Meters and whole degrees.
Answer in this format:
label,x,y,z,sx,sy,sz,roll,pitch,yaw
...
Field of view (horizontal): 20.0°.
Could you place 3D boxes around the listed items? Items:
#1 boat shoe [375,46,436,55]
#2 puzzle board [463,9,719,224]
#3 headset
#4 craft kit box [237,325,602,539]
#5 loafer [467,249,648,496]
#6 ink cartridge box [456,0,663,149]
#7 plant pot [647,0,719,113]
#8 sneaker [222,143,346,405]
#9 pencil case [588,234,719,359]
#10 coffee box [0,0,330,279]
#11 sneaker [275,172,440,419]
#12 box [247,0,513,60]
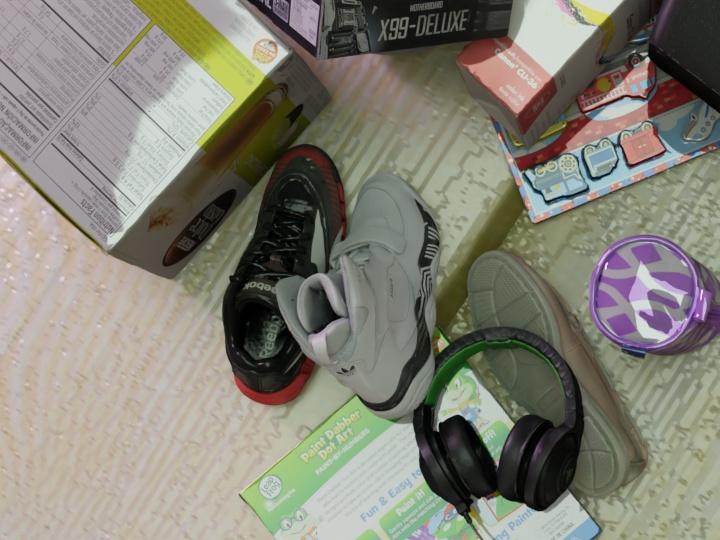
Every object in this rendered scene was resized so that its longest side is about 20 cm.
label,x,y,z,sx,sy,sz,roll,pitch,yaw
boat shoe,0.077,-0.230,1.571,0.199,0.071,0.064,-23,48,12
puzzle board,0.196,-0.143,1.563,0.199,0.017,0.152,-22,81,4
headset,0.102,0.144,1.479,0.122,0.094,0.202,-3,70,20
craft kit box,0.045,0.181,1.531,0.200,0.049,0.198,-39,82,1
loafer,0.148,0.074,1.529,0.072,0.063,0.201,-38,74,35
ink cartridge box,0.165,-0.193,1.507,0.067,0.116,0.200,43,90,12
plant pot,0.311,-0.187,1.462,0.199,0.200,0.178,37,94,5
sneaker,-0.058,-0.001,1.539,0.070,0.098,0.202,11,83,11
pencil case,0.215,0.020,1.450,0.085,0.200,0.085,6,90,14
coffee box,-0.168,-0.136,1.518,0.200,0.200,0.198,42,91,10
sneaker,0.000,0.000,1.495,0.075,0.115,0.202,-21,55,30
box,-0.007,-0.217,1.464,0.156,0.200,0.050,-10,122,-27
